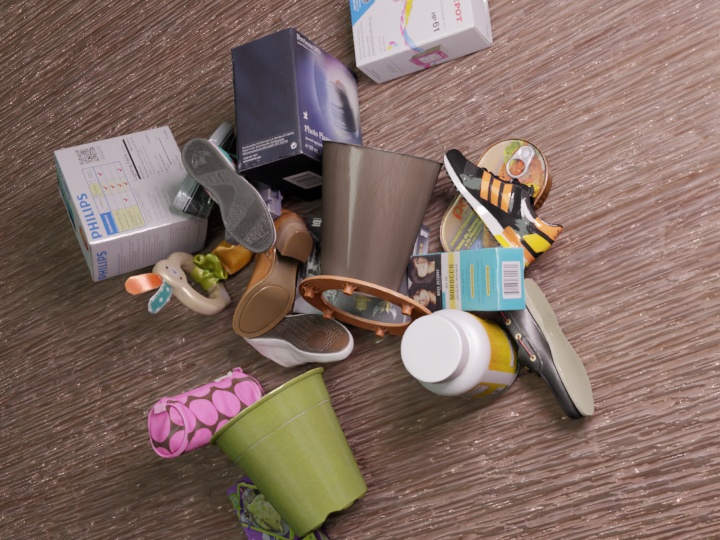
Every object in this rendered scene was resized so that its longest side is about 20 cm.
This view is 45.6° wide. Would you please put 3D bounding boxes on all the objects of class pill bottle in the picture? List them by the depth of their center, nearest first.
[{"bbox_3d":[0.132,0.112,1.140,0.112,0.200,0.114,-5,79,28],"label":"pill bottle"}]

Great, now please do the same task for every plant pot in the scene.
[{"bbox_3d":[-0.089,0.277,1.256,0.200,0.200,0.191,-37,78,18],"label":"plant pot"}]

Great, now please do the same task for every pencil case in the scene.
[{"bbox_3d":[-0.238,0.217,1.325,0.090,0.200,0.094,-9,93,31],"label":"pencil case"}]

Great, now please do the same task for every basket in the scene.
[{"bbox_3d":[0.016,-0.068,1.216,0.136,0.179,0.201,-156,75,-70],"label":"basket"}]

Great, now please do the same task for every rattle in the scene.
[{"bbox_3d":[-0.259,-0.003,1.372,0.142,0.200,0.131,-25,70,22],"label":"rattle"}]

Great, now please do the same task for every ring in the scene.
[{"bbox_3d":[0.008,0.057,1.191,0.199,0.200,0.019,6,68,29],"label":"ring"}]

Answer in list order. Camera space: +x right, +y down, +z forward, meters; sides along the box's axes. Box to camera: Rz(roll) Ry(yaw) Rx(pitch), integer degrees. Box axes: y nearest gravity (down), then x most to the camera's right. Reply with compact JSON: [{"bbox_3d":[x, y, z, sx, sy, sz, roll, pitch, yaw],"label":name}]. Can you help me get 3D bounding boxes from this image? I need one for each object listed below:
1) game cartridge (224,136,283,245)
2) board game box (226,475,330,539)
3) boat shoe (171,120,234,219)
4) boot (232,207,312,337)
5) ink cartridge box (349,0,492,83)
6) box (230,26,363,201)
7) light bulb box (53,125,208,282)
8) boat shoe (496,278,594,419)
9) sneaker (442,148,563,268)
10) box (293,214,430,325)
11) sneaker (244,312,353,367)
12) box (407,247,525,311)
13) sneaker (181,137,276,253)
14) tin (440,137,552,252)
[{"bbox_3d":[-0.176,-0.152,1.408,0.129,0.038,0.201,-32,50,44],"label":"game cartridge"},{"bbox_3d":[-0.121,0.398,1.329,0.120,0.032,0.201,-38,65,14],"label":"board game box"},{"bbox_3d":[-0.244,-0.161,1.417,0.072,0.071,0.201,-40,24,52],"label":"boat shoe"},{"bbox_3d":[-0.152,-0.004,1.356,0.201,0.076,0.155,-65,25,10],"label":"boot"},{"bbox_3d":[0.091,-0.393,1.315,0.199,0.085,0.146,-13,75,25],"label":"ink cartridge box"},{"bbox_3d":[-0.092,-0.234,1.321,0.123,0.200,0.200,-13,76,27],"label":"box"},{"bbox_3d":[-0.387,-0.115,1.447,0.199,0.199,0.125,62,154,23],"label":"light bulb box"},{"bbox_3d":[0.248,0.111,1.153,0.063,0.073,0.202,-38,64,28],"label":"boat shoe"},{"bbox_3d":[0.197,-0.103,1.180,0.090,0.070,0.201,-38,70,12],"label":"sneaker"},{"bbox_3d":[0.000,0.000,1.318,0.199,0.048,0.160,7,84,30],"label":"box"},{"bbox_3d":[-0.085,0.114,1.329,0.199,0.085,0.073,7,55,35],"label":"sneaker"},{"bbox_3d":[0.140,0.014,1.172,0.200,0.049,0.083,-5,86,58],"label":"box"},{"bbox_3d":[-0.187,-0.111,1.313,0.083,0.121,0.200,-37,84,9],"label":"sneaker"},{"bbox_3d":[0.195,-0.095,1.235,0.112,0.042,0.201,37,100,24],"label":"tin"}]
